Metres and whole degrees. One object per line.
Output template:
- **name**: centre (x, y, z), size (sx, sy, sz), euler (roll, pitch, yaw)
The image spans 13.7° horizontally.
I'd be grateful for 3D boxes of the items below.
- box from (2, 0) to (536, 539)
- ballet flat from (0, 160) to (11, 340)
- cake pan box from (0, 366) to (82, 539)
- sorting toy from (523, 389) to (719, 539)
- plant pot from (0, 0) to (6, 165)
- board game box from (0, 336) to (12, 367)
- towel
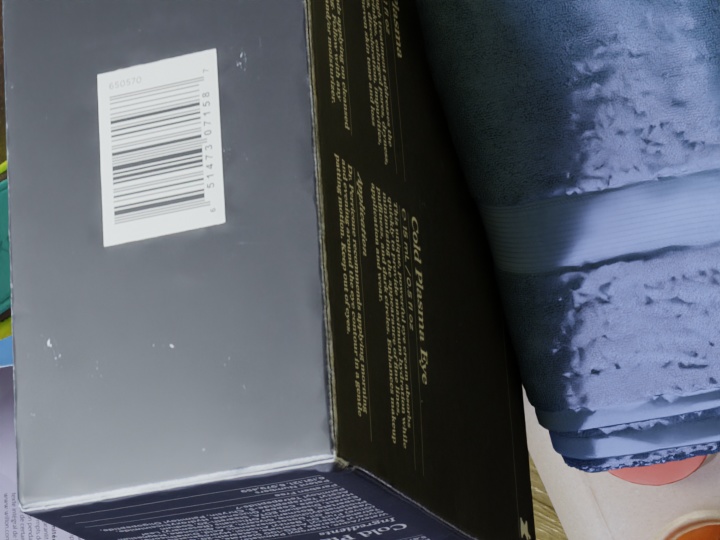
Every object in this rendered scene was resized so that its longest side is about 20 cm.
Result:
- **box**: centre (-0.026, -0.007, 0.944), size (0.104, 0.201, 0.182), euler (-11, 160, 20)
- **ballet flat**: centre (-0.094, -0.027, 1.078), size (0.067, 0.200, 0.067), euler (57, 153, 4)
- **cake pan box**: centre (-0.122, 0.068, 1.251), size (0.184, 0.201, 0.052), euler (-6, 166, 6)
- **sorting toy**: centre (0.161, 0.081, 1.179), size (0.200, 0.036, 0.185), euler (-13, 113, 28)
- **plant pot**: centre (-0.156, -0.110, 1.087), size (0.187, 0.187, 0.200), euler (26, 151, -5)
- **board game box**: centre (-0.156, 0.015, 1.192), size (0.199, 0.158, 0.039), euler (-9, 120, 11)
- **towel**: centre (0.087, -0.034, 0.954), size (0.111, 0.049, 0.200), euler (-9, 113, 22)
